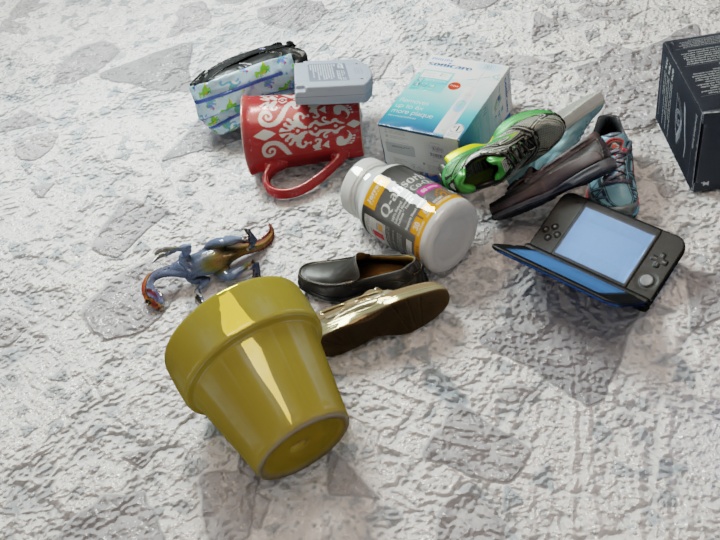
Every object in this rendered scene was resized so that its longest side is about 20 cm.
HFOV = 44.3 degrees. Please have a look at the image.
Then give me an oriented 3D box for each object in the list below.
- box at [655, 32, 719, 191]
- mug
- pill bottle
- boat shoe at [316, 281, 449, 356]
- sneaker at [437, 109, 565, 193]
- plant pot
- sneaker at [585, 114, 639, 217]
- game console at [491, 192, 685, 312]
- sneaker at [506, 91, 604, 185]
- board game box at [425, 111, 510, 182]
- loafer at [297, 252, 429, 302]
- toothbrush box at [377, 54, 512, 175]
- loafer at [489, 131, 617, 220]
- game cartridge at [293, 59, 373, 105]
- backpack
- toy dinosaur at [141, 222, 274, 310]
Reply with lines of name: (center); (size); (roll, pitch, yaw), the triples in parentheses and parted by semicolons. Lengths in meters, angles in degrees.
box: (0.530, -0.242, 1.342); (0.103, 0.149, 0.201); (-8, 46, 4)
mug: (-0.093, -0.218, 1.508); (0.197, 0.180, 0.133); (-6, 7, 1)
pill bottle: (0.068, -0.088, 1.319); (0.116, 0.117, 0.199); (-38, 50, -24)
boat shoe: (0.024, 0.052, 1.223); (0.198, 0.072, 0.065); (-18, 45, -3)
sneaker: (0.215, -0.164, 1.289); (0.199, 0.078, 0.085); (-31, 25, -1)
plant pot: (-0.115, 0.143, 1.093); (0.199, 0.202, 0.190); (-27, 62, -14)
sneaker: (0.373, -0.159, 1.332); (0.078, 0.096, 0.201); (-5, 45, 9)
game console: (0.311, -0.034, 1.200); (0.199, 0.119, 0.171); (29, 75, 34)
sneaker: (0.310, -0.191, 1.376); (0.200, 0.082, 0.074); (-41, 11, 4)
board game box: (0.180, -0.235, 1.489); (0.150, 0.045, 0.201); (-5, 46, 9)
loafer: (0.000, 0.000, 1.279); (0.197, 0.073, 0.073); (0, 47, 14)
toothbrush box: (0.140, -0.250, 1.421); (0.145, 0.086, 0.201); (17, 51, 28)
loafer: (0.277, -0.137, 1.311); (0.198, 0.072, 0.064); (-24, 81, 24)
game cartridge: (-0.046, -0.315, 1.478); (0.132, 0.041, 0.200); (-6, 25, -1)
backpack: (-0.209, -0.331, 1.606); (0.198, 0.156, 0.163); (-13, 19, -29)
toy dinosaur: (-0.240, 0.003, 1.359); (0.179, 0.106, 0.200); (-12, 5, 19)
